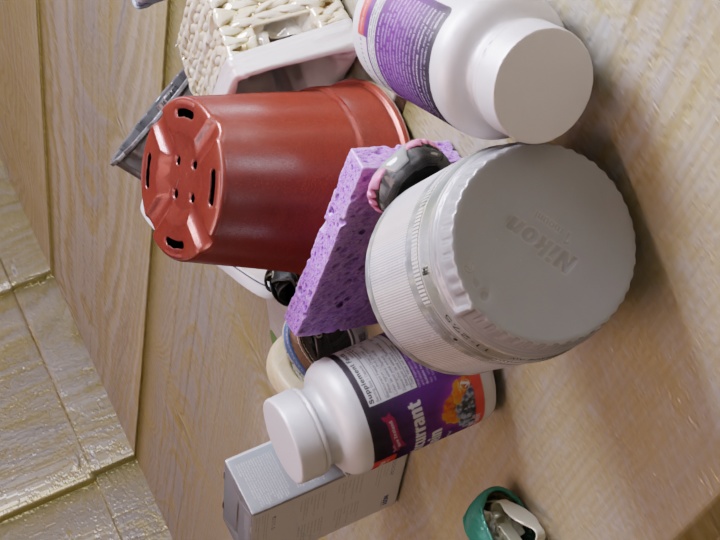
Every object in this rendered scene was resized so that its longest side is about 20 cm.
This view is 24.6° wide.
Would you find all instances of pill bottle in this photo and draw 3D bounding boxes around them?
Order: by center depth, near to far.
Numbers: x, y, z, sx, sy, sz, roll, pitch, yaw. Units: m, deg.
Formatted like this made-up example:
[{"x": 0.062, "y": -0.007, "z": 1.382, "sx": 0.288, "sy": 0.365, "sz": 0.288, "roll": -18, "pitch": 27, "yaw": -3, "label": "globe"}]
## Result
[{"x": 0.083, "y": -0.160, "z": 1.209, "sx": 0.200, "sy": 0.111, "sz": 0.112, "roll": 39, "pitch": 146, "yaw": 57, "label": "pill bottle"}, {"x": 0.016, "y": 0.121, "z": 1.539, "sx": 0.112, "sy": 0.199, "sz": 0.112, "roll": 55, "pitch": 158, "yaw": 36, "label": "pill bottle"}]

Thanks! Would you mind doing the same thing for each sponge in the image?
[{"x": 0.010, "y": -0.026, "z": 1.469, "sx": 0.030, "sy": 0.111, "sz": 0.201, "roll": 53, "pitch": 136, "yaw": 33, "label": "sponge"}]

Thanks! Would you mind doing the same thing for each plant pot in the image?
[{"x": -0.086, "y": -0.082, "z": 1.534, "sx": 0.200, "sy": 0.194, "sz": 0.203, "roll": 2, "pitch": 92, "yaw": 54, "label": "plant pot"}]

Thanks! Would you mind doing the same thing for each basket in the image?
[{"x": -0.097, "y": -0.222, "z": 1.622, "sx": 0.200, "sy": 0.135, "sz": 0.124, "roll": 131, "pitch": 120, "yaw": -70, "label": "basket"}]

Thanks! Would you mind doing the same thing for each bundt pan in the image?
[{"x": -0.195, "y": -0.175, "z": 1.887, "sx": 0.076, "sy": 0.202, "sz": 0.202, "roll": 40, "pitch": 166, "yaw": -12, "label": "bundt pan"}]

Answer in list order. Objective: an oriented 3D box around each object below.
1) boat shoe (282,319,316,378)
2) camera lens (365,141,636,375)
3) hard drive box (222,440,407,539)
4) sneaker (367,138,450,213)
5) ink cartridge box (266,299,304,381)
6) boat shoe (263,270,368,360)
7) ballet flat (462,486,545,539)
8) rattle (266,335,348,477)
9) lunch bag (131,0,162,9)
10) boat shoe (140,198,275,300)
[{"x": 0.003, "y": 0.108, "z": 1.736, "sx": 0.200, "sy": 0.073, "sz": 0.072, "roll": 43, "pitch": 156, "yaw": -25, "label": "boat shoe"}, {"x": 0.101, "y": -0.007, "z": 1.248, "sx": 0.161, "sy": 0.159, "sz": 0.200, "roll": 68, "pitch": 161, "yaw": 1, "label": "camera lens"}, {"x": -0.053, "y": 0.244, "z": 1.893, "sx": 0.077, "sy": 0.199, "sz": 0.156, "roll": 59, "pitch": 159, "yaw": 27, "label": "hard drive box"}, {"x": 0.073, "y": -0.035, "z": 1.398, "sx": 0.095, "sy": 0.079, "sz": 0.200, "roll": 47, "pitch": 176, "yaw": 33, "label": "sneaker"}, {"x": -0.064, "y": 0.071, "z": 1.957, "sx": 0.104, "sy": 0.059, "sz": 0.201, "roll": 52, "pitch": 155, "yaw": 42, "label": "ink cartridge box"}, {"x": -0.064, "y": 0.011, "z": 1.670, "sx": 0.200, "sy": 0.056, "sz": 0.069, "roll": 52, "pitch": 155, "yaw": 34, "label": "boat shoe"}, {"x": 0.162, "y": 0.281, "z": 1.545, "sx": 0.200, "sy": 0.067, "sz": 0.071, "roll": 53, "pitch": 142, "yaw": 35, "label": "ballet flat"}, {"x": -0.028, "y": 0.108, "z": 1.779, "sx": 0.143, "sy": 0.130, "sz": 0.201, "roll": -49, "pitch": 19, "yaw": 33, "label": "rattle"}, {"x": -0.213, "y": -0.404, "z": 1.766, "sx": 0.169, "sy": 0.126, "sz": 0.202, "roll": 154, "pitch": 101, "yaw": -70, "label": "lunch bag"}, {"x": -0.155, "y": -0.047, "z": 1.852, "sx": 0.199, "sy": 0.071, "sz": 0.070, "roll": 34, "pitch": 123, "yaw": 12, "label": "boat shoe"}]
